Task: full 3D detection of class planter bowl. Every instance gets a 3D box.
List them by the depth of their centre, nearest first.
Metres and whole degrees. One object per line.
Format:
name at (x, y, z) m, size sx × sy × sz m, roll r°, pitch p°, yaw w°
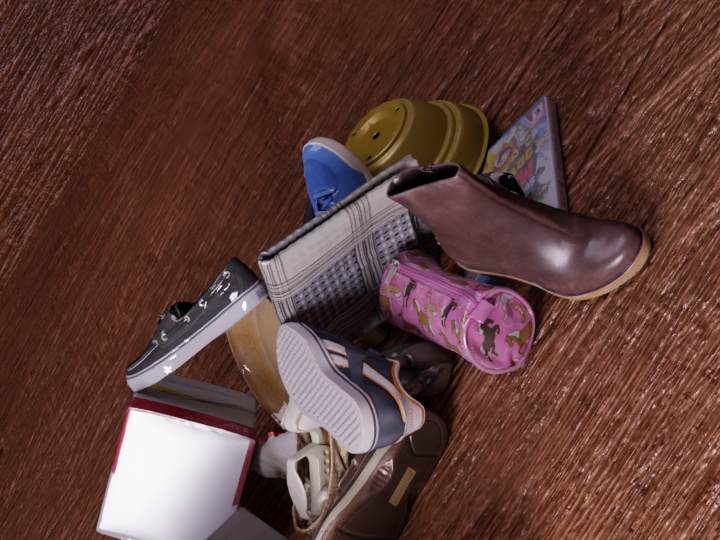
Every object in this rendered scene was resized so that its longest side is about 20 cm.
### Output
planter bowl at (0.040, -0.128, 1.736) m, size 0.200 × 0.083 × 0.201 m, roll -33°, pitch 35°, yaw 26°

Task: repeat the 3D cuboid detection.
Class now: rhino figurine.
rhino figurine at (0.022, 0.109, 1.593) m, size 0.200 × 0.087 × 0.060 m, roll -15°, pitch 90°, yaw 61°

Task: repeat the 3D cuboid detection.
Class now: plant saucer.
plant saucer at (-0.084, 0.098, 1.736) m, size 0.035 × 0.202 × 0.200 m, roll -28°, pitch 10°, yaw -25°

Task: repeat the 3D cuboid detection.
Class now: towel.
towel at (0.000, 0.000, 1.576) m, size 0.199 × 0.193 × 0.035 m, roll -36°, pitch 50°, yaw -17°

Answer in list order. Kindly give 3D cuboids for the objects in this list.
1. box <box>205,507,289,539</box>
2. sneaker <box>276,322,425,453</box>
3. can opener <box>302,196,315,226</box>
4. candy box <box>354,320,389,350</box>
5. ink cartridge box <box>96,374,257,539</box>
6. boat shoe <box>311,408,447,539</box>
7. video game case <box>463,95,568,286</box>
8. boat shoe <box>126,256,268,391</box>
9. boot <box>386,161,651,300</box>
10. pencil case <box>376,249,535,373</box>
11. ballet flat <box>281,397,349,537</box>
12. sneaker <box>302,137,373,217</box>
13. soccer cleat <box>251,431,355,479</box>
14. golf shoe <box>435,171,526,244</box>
box at (-0.133, 0.335, 1.501) m, size 0.153 × 0.106 × 0.200 m, roll -57°, pitch -5°, yaw 6°
sneaker at (-0.011, 0.109, 1.486) m, size 0.200 × 0.079 × 0.079 m, roll 43°, pitch 133°, yaw 51°
can opener at (-0.050, -0.015, 1.781) m, size 0.064 × 0.078 × 0.201 m, roll 82°, pitch -169°, yaw -49°
candy box at (-0.011, 0.013, 1.803) m, size 0.115 × 0.055 × 0.201 m, roll -38°, pitch 31°, yaw 41°
ink cartridge box at (-0.199, 0.212, 1.743) m, size 0.200 × 0.143 × 0.147 m, roll -108°, pitch 33°, yaw -80°
boat shoe at (0.006, 0.218, 1.497) m, size 0.203 × 0.075 × 0.075 m, roll -52°, pitch 28°, yaw -12°
video game case at (0.155, -0.074, 1.609) m, size 0.143 × 0.018 × 0.201 m, roll -44°, pitch 27°, yaw 32°
boat shoe at (-0.183, 0.056, 1.674) m, size 0.199 × 0.057 × 0.069 m, roll -36°, pitch 8°, yaw 21°
boot at (0.137, -0.040, 1.383) m, size 0.199 × 0.166 × 0.073 m, roll -5°, pitch 58°, yaw 46°
pencil case at (0.090, 0.037, 1.502) m, size 0.200 × 0.086 × 0.084 m, roll 26°, pitch 110°, yaw 61°
ballet flat at (-0.045, 0.170, 1.555) m, size 0.070 × 0.065 × 0.202 m, roll -4°, pitch 91°, yaw 47°
sneaker at (-0.025, -0.036, 1.667) m, size 0.076 × 0.201 × 0.111 m, roll -13°, pitch 19°, yaw 49°
soccer cleat at (-0.064, 0.203, 1.674) m, size 0.200 × 0.069 × 0.078 m, roll -39°, pitch 62°, yaw 57°
golf shoe at (0.120, -0.062, 1.570) m, size 0.200 × 0.094 × 0.079 m, roll -75°, pitch -23°, yaw -80°
